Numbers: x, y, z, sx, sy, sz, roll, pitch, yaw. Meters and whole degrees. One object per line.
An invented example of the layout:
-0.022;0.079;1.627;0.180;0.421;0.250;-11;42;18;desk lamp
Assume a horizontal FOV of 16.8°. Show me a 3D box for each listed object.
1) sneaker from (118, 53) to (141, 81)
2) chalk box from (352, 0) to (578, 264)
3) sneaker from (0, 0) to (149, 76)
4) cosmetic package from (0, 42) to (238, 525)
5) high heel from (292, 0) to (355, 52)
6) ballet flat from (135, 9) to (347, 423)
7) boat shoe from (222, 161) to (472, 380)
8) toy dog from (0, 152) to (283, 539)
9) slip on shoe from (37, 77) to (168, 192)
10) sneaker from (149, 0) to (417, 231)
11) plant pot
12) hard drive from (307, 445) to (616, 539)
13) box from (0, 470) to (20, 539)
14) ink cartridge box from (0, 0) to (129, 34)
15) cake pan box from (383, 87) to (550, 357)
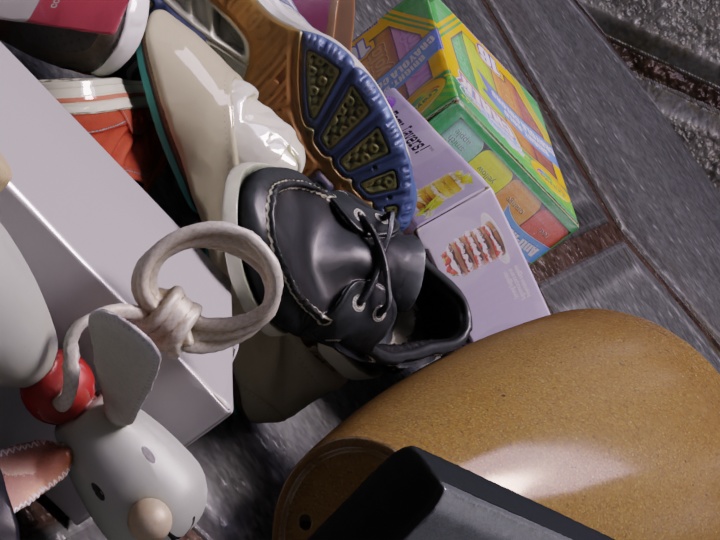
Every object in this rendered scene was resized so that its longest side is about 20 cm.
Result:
-0.073;-0.078;1.289;0.200;0.076;0.088;49;22;-15;sneaker
0.043;-0.056;1.485;0.124;0.124;0.200;44;17;-29;chalk box
-0.184;-0.150;1.097;0.200;0.077;0.082;36;23;21;sneaker
-0.140;-0.016;0.919;0.200;0.085;0.108;49;15;-21;cosmetic package
-0.064;-0.057;1.242;0.067;0.096;0.201;50;48;-65;high heel
-0.048;-0.028;1.120;0.070;0.069;0.201;-76;153;-71;ballet flat
0.000;0.002;1.049;0.199;0.066;0.075;49;41;-61;boat shoe
-0.122;0.026;0.824;0.199;0.132;0.096;26;14;-18;toy dog
-0.120;-0.058;1.137;0.200;0.074;0.062;-25;113;-81;slip on shoe
-0.039;-0.100;1.178;0.200;0.075;0.088;52;14;-3;sneaker
0.058;0.114;1.096;0.200;0.186;0.187;-2;55;-55;plant pot
0.026;0.145;0.949;0.033;0.140;0.200;51;13;34;hard drive
-0.180;0.062;0.408;0.148;0.200;0.105;32;26;-51;box
-0.192;-0.183;0.994;0.199;0.085;0.146;3;45;-35;ink cartridge box
0.061;0.018;1.310;0.201;0.052;0.184;63;-2;-23;cake pan box
